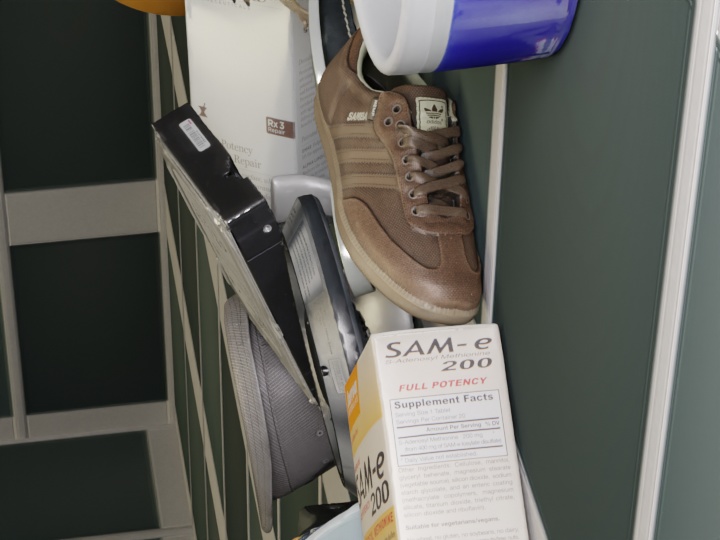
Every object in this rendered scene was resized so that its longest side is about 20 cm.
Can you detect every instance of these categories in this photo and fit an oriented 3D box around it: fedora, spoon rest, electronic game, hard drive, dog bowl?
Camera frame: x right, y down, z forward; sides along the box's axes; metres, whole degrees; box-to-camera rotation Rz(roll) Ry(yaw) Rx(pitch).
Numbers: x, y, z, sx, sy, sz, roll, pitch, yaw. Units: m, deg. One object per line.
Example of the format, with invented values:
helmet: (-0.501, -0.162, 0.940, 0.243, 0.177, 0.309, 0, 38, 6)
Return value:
fedora: (-0.050, 0.103, 1.805, 0.177, 0.090, 0.201, -103, 4, -47)
spoon rest: (0.000, 0.000, 1.567, 0.200, 0.060, 0.100, -123, 24, -44)
electronic game: (-0.012, 0.051, 1.442, 0.200, 0.041, 0.201, 166, 90, -87)
hard drive: (-0.075, -0.008, 1.629, 0.140, 0.038, 0.200, 51, 170, 46)
dog bowl: (0.040, -0.190, 1.033, 0.200, 0.078, 0.201, 175, 90, -82)

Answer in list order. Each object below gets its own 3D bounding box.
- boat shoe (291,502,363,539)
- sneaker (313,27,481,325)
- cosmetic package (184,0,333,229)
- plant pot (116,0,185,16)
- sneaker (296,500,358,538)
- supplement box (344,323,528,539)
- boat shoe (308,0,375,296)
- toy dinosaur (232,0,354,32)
boat shoe: (-0.015, 0.177, 1.379, 0.071, 0.200, 0.091, 56, -164, -8)
sneaker: (0.024, -0.061, 1.274, 0.076, 0.070, 0.201, -61, 39, 37)
cosmetic package: (-0.068, -0.131, 1.695, 0.074, 0.101, 0.201, -35, -51, -47)
plant pot: (-0.129, -0.322, 1.804, 0.183, 0.199, 0.201, 151, 114, -64)
sneaker: (-0.010, 0.235, 1.686, 0.199, 0.076, 0.115, -177, 80, -85)
supplement box: (0.043, 0.141, 1.245, 0.126, 0.073, 0.201, 114, 150, -72)
boat shoe: (0.008, -0.083, 1.398, 0.076, 0.060, 0.201, 62, -162, -75)
toy dinosaur: (-0.052, -0.219, 1.465, 0.200, 0.058, 0.102, 62, -152, -47)
